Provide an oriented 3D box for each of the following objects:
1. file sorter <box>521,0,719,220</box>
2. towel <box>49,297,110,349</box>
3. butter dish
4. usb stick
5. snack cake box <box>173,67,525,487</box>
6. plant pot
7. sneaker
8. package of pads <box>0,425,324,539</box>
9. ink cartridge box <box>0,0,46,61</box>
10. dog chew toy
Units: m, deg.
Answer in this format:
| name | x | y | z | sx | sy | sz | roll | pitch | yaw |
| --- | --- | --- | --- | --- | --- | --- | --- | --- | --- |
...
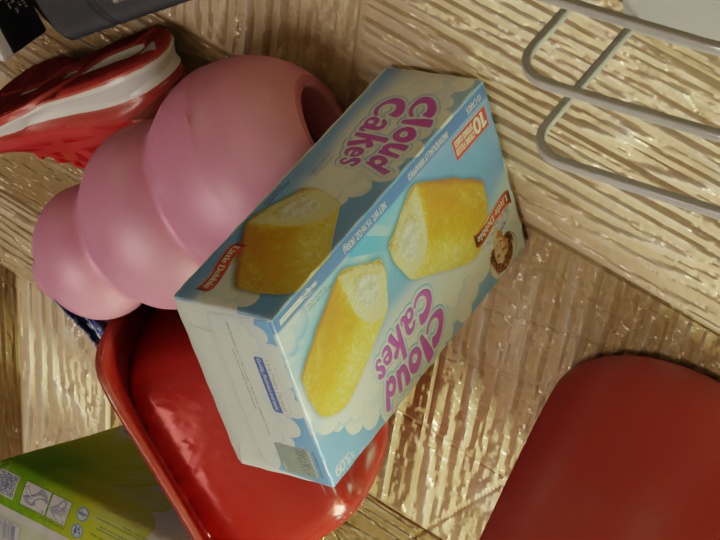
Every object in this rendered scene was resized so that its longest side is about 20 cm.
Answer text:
| name | x | y | z | sx | sy | sz | roll | pitch | yaw |
| --- | --- | --- | --- | --- | --- | --- | --- | --- | --- |
| file sorter | 0.142 | -0.137 | 0.965 | 0.138 | 0.125 | 0.201 | 20 | 141 | 30 |
| towel | -0.126 | 0.050 | 1.437 | 0.024 | 0.145 | 0.201 | -24 | 114 | 17 |
| butter dish | -0.043 | 0.072 | 1.364 | 0.147 | 0.200 | 0.200 | -22 | 108 | 19 |
| usb stick | -0.119 | -0.168 | 1.272 | 0.199 | 0.033 | 0.056 | -10 | 121 | 49 |
| snack cake box | 0.000 | 0.000 | 1.189 | 0.067 | 0.200 | 0.115 | 11 | 136 | 36 |
| plant pot | 0.146 | 0.178 | 1.264 | 0.200 | 0.177 | 0.201 | 26 | 143 | 21 |
| sneaker | -0.157 | -0.068 | 1.384 | 0.199 | 0.078 | 0.116 | -8 | 121 | 50 |
| package of pads | -0.124 | 0.161 | 1.503 | 0.154 | 0.200 | 0.069 | 22 | 108 | 27 |
| ink cartridge box | -0.269 | -0.182 | 1.382 | 0.200 | 0.039 | 0.100 | 14 | 138 | 51 |
| dog chew toy | -0.098 | -0.035 | 1.274 | 0.199 | 0.125 | 0.125 | -27 | 111 | 23 |
